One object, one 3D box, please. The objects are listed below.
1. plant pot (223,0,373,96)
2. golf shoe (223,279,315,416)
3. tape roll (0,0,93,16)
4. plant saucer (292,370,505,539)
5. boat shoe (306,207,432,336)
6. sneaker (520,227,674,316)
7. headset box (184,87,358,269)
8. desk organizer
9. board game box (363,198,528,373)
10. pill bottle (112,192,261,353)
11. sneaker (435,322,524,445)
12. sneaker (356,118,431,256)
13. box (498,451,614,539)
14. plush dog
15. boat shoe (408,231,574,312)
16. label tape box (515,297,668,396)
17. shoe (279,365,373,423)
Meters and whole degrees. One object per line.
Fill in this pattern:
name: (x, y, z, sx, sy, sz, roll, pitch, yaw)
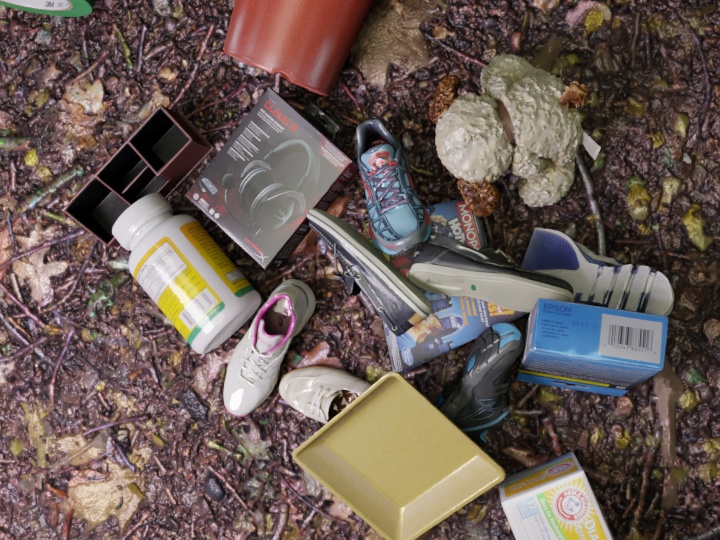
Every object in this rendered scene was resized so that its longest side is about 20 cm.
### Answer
plant pot: (-0.072, -0.337, 0.994, 0.198, 0.201, 0.198, 23, 101, 7)
golf shoe: (-0.132, 0.103, 1.047, 0.074, 0.092, 0.202, 27, 95, 6)
tape roll: (-0.448, -0.385, 1.035, 0.197, 0.200, 0.049, 10, 91, 8)
plant saucer: (0.048, 0.230, 1.001, 0.200, 0.049, 0.200, 42, 117, -11)
boat shoe: (0.000, 0.000, 0.978, 0.200, 0.075, 0.062, 45, 103, 10)
sneaker: (0.302, 0.021, 0.991, 0.198, 0.115, 0.082, 26, 92, 37)
headset box: (-0.107, -0.126, 1.050, 0.149, 0.077, 0.201, 41, 97, 6)
desk organizer: (-0.300, -0.124, 1.077, 0.200, 0.077, 0.072, -45, 84, 6)
board game box: (0.120, 0.016, 1.025, 0.196, 0.062, 0.204, -11, 88, 7)
pill bottle: (-0.233, 0.000, 1.050, 0.113, 0.113, 0.200, -42, 85, 6)
sneaker: (0.160, 0.142, 0.987, 0.081, 0.074, 0.201, 27, 134, -1)
sneaker: (0.027, -0.106, 0.976, 0.078, 0.096, 0.202, -22, 49, 6)
box: (0.258, 0.345, 0.985, 0.111, 0.101, 0.203, -24, 87, 8)
plush dog: (0.171, -0.165, 0.954, 0.169, 0.160, 0.203, -21, 89, -9)
boat shoe: (0.160, 0.000, 0.953, 0.197, 0.072, 0.068, 13, 61, 9)
label tape box: (0.265, 0.095, 0.946, 0.142, 0.200, 0.064, 8, 75, 8)
shoe: (-0.015, 0.172, 1.048, 0.196, 0.053, 0.071, 13, 92, 8)
